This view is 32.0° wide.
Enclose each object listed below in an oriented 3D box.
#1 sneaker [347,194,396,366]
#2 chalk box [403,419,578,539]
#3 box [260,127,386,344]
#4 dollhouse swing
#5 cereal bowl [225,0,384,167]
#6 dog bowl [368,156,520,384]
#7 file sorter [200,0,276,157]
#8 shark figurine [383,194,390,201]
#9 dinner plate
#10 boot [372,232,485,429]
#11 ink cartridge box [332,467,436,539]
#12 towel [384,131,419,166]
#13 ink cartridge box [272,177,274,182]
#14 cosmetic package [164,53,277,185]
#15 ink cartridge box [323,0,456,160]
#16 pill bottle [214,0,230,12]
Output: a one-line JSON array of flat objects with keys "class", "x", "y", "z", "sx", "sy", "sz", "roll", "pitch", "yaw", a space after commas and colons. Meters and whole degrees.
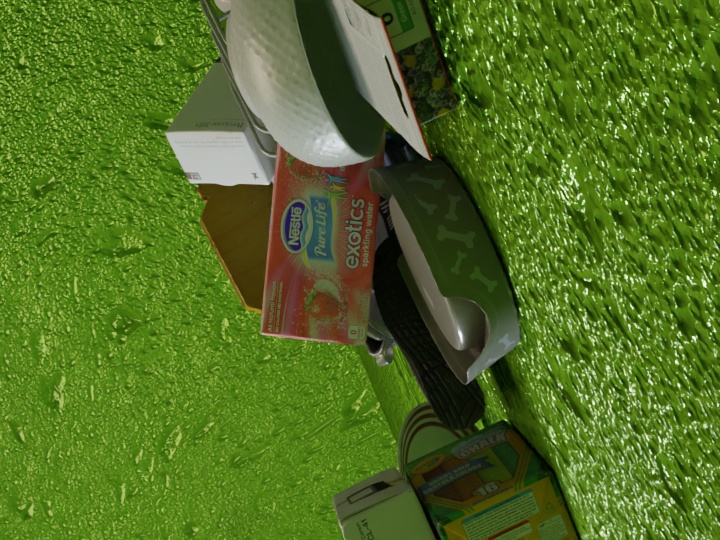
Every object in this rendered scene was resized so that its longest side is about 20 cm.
[{"class": "sneaker", "x": 0.000, "y": 0.000, "z": 1.283, "sx": 0.201, "sy": 0.075, "sz": 0.115, "roll": 55, "pitch": -136, "yaw": -25}, {"class": "chalk box", "x": 0.129, "y": 0.243, "z": 1.279, "sx": 0.200, "sy": 0.124, "sz": 0.125, "roll": -133, "pitch": 19, "yaw": -73}, {"class": "box", "x": -0.036, "y": -0.036, "z": 1.172, "sx": 0.095, "sy": 0.102, "sz": 0.202, "roll": 165, "pitch": 112, "yaw": -87}, {"class": "dollhouse swing", "x": -0.100, "y": -0.017, "z": 1.579, "sx": 0.201, "sy": 0.181, "sz": 0.176, "roll": 61, "pitch": 160, "yaw": 12}, {"class": "cereal bowl", "x": -0.051, "y": -0.176, "z": 1.016, "sx": 0.200, "sy": 0.083, "sz": 0.202, "roll": -13, "pitch": -90, "yaw": -71}, {"class": "dog bowl", "x": 0.073, "y": -0.006, "z": 1.067, "sx": 0.200, "sy": 0.058, "sz": 0.202, "roll": 156, "pitch": 90, "yaw": -86}, {"class": "file sorter", "x": -0.079, "y": -0.231, "z": 1.261, "sx": 0.200, "sy": 0.124, "sz": 0.139, "roll": 76, "pitch": 169, "yaw": -62}, {"class": "shark figurine", "x": 0.017, "y": 0.008, "z": 1.421, "sx": 0.090, "sy": 0.128, "sz": 0.215, "roll": 48, "pitch": 165, "yaw": 44}, {"class": "dinner plate", "x": 0.105, "y": 0.252, "z": 1.474, "sx": 0.200, "sy": 0.024, "sz": 0.202, "roll": 32, "pitch": -135, "yaw": -38}, {"class": "boot", "x": 0.060, "y": 0.062, "z": 1.234, "sx": 0.132, "sy": 0.069, "sz": 0.202, "roll": 137, "pitch": 116, "yaw": -88}, {"class": "ink cartridge box", "x": 0.038, "y": 0.292, "z": 1.285, "sx": 0.200, "sy": 0.085, "sz": 0.149, "roll": 144, "pitch": 101, "yaw": -85}, {"class": "towel", "x": 0.064, "y": -0.037, "z": 1.227, "sx": 0.147, "sy": 0.024, "sz": 0.201, "roll": -133, "pitch": 20, "yaw": -74}, {"class": "ink cartridge box", "x": -0.042, "y": -0.111, "z": 1.413, "sx": 0.051, "sy": 0.109, "sz": 0.200, "roll": 56, "pitch": 179, "yaw": -24}, {"class": "cosmetic package", "x": -0.124, "y": -0.190, "z": 1.438, "sx": 0.201, "sy": 0.112, "sz": 0.082, "roll": -64, "pitch": -36, "yaw": -40}, {"class": "ink cartridge box", "x": 0.023, "y": -0.163, "z": 0.897, "sx": 0.200, "sy": 0.050, "sz": 0.110, "roll": -124, "pitch": 11, "yaw": -62}, {"class": "pill bottle", "x": -0.149, "y": -0.380, "z": 1.378, "sx": 0.201, "sy": 0.110, "sz": 0.112, "roll": 73, "pitch": 171, "yaw": -55}]
